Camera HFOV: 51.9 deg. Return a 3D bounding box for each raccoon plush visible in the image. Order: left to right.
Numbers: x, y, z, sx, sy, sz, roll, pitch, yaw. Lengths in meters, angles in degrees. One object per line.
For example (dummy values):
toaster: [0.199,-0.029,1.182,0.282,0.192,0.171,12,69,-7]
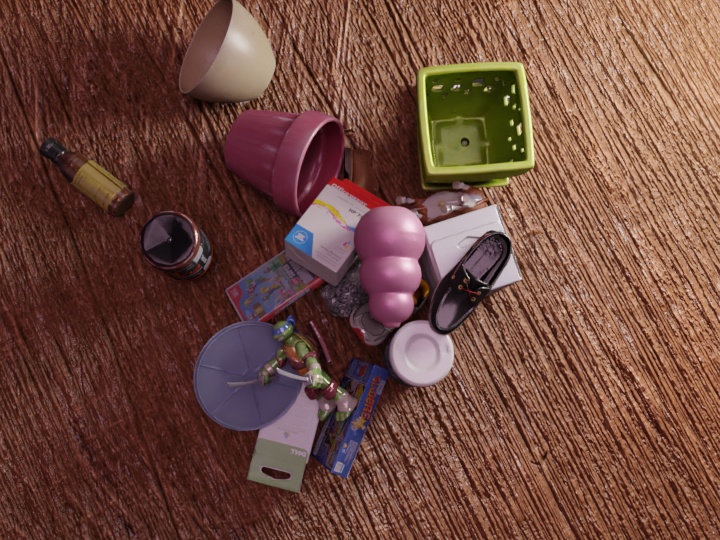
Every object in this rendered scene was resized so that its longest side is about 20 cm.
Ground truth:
raccoon plush: [0.000,0.000,1.374,0.096,0.134,0.202,26,106,25]

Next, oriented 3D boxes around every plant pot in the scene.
plant pot: [-0.245,-0.407,1.439,0.134,0.200,0.202,23,80,-34]
plant pot: [-0.150,-0.219,1.406,0.178,0.200,0.201,22,81,18]
plant pot: [0.198,-0.252,1.369,0.198,0.182,0.201,-4,81,-2]

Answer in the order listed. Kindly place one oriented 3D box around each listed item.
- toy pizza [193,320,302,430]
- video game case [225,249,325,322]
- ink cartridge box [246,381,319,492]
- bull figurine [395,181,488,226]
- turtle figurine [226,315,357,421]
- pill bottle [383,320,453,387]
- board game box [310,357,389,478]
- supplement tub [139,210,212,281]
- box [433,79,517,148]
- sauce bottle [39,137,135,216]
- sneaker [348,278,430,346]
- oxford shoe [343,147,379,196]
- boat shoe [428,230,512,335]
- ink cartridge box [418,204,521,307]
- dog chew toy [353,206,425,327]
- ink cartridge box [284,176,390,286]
toy pizza: [-0.201,0.188,1.333,0.198,0.032,0.202,-3,98,-19]
video game case: [-0.151,0.021,1.399,0.199,0.143,0.018,-35,129,-6]
ink cartridge box: [-0.135,0.300,1.384,0.103,0.059,0.202,14,81,1]
bull figurine: [0.138,-0.116,1.395,0.199,0.121,0.066,-17,79,26]
turtle figurine: [-0.111,0.198,1.274,0.143,0.201,0.194,-32,111,24]
pill bottle: [0.099,0.155,1.343,0.113,0.200,0.115,0,81,-3]
board game box: [-0.021,0.264,1.355,0.034,0.135,0.202,25,82,-17]
supplement tub: [-0.330,-0.038,1.357,0.106,0.200,0.108,0,82,-1]
box: [0.222,-0.306,1.493,0.198,0.049,0.161,3,79,-1]
sauce bottle: [-0.535,-0.186,1.443,0.199,0.066,0.066,38,82,6]
sneaker: [0.053,0.066,1.331,0.078,0.082,0.200,50,44,5]
oxford shoe: [0.004,-0.145,1.452,0.071,0.071,0.202,0,80,-6]
boat shoe: [0.182,0.019,1.239,0.073,0.063,0.202,36,85,-1]
ink cartridge box: [0.189,-0.016,1.371,0.144,0.200,0.146,-18,82,-4]
dog chew toy: [0.051,-0.004,1.258,0.123,0.125,0.202,-1,81,-2]
ink cartridge box: [-0.037,-0.087,1.351,0.116,0.067,0.201,31,68,10]
